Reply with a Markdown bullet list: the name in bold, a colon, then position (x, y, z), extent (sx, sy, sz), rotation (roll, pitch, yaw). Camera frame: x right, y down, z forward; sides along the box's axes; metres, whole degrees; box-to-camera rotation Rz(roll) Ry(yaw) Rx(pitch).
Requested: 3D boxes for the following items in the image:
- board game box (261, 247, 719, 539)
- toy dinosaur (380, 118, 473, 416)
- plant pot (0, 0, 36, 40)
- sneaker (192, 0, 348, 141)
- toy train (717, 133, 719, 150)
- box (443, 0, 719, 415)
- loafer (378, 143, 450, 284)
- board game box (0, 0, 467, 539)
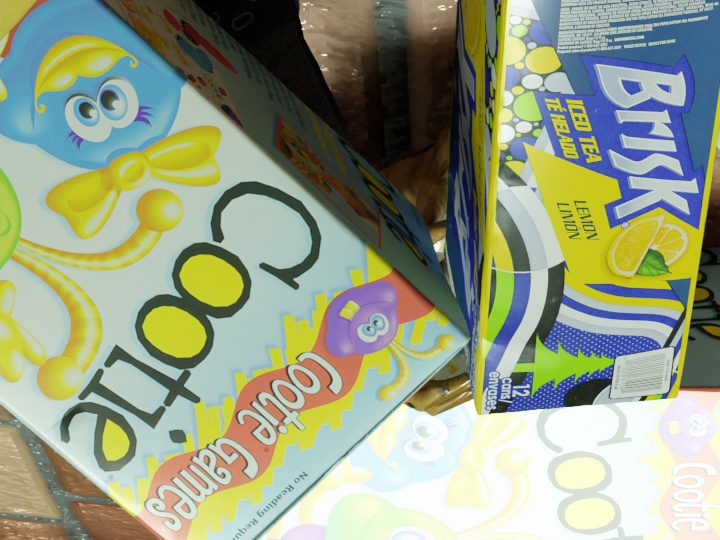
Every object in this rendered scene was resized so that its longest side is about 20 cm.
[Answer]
- **board game box**: position (0.048, 0.060, 1.112), extent (0.200, 0.105, 0.103), rotation (0, 120, 6)
- **toy dinosaur**: position (0.000, 0.000, 0.980), extent (0.200, 0.106, 0.060), rotation (-31, 170, 33)
- **plant pot**: position (-0.145, -0.133, 0.585), extent (0.200, 0.194, 0.196), rotation (-30, 152, 5)
- **sneaker**: position (-0.084, -0.083, 0.919), extent (0.200, 0.112, 0.073), rotation (47, -174, -17)
- **toy train**: position (0.184, -0.018, 0.999), extent (0.200, 0.056, 0.150), rotation (15, 159, -20)
- **box**: position (0.061, -0.049, 0.824), extent (0.064, 0.070, 0.200), rotation (-4, 139, -6)
- **loafer**: position (0.035, -0.012, 1.021), extent (0.076, 0.068, 0.200), rotation (-25, -179, -35)
- **board game box**: position (-0.081, -0.028, 0.833), extent (0.200, 0.103, 0.105), rotation (42, -169, -19)
